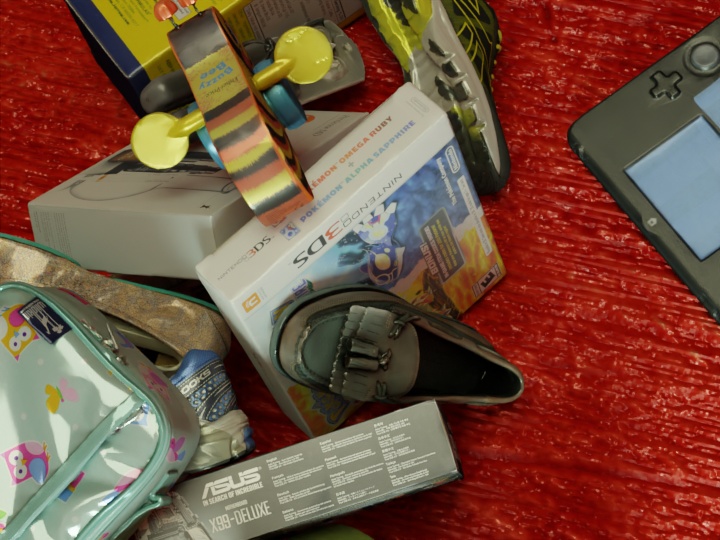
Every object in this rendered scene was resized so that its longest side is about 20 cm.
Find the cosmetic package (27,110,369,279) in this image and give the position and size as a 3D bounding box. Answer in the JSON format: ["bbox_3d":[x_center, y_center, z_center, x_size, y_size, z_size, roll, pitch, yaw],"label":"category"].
[{"bbox_3d":[-0.102,-0.056,1.407,0.150,0.052,0.200,6,26,30],"label":"cosmetic package"}]

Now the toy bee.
[{"bbox_3d":[-0.092,-0.116,1.298,0.131,0.109,0.200,-44,38,-9],"label":"toy bee"}]

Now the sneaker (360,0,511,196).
[{"bbox_3d":[0.073,-0.150,1.487,0.084,0.074,0.200,-12,75,-37],"label":"sneaker"}]

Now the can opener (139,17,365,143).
[{"bbox_3d":[-0.077,-0.127,1.466,0.200,0.067,0.053,-25,84,-42],"label":"can opener"}]

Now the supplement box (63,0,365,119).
[{"bbox_3d":[-0.102,-0.204,1.528,0.200,0.109,0.110,-35,63,-7],"label":"supplement box"}]

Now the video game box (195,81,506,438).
[{"bbox_3d":[0.000,0.000,1.355,0.182,0.200,0.047,-40,57,-9],"label":"video game box"}]

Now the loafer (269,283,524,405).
[{"bbox_3d":[0.030,0.053,1.328,0.063,0.200,0.072,22,98,41],"label":"loafer"}]

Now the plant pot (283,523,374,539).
[{"bbox_3d":[-0.061,0.246,1.252,0.190,0.200,0.200,-29,58,-37],"label":"plant pot"}]

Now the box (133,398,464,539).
[{"bbox_3d":[-0.036,0.138,1.319,0.200,0.158,0.050,-19,82,3],"label":"box"}]

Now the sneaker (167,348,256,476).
[{"bbox_3d":[-0.164,0.095,1.296,0.200,0.077,0.085,-13,86,14],"label":"sneaker"}]

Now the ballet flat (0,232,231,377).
[{"bbox_3d":[-0.182,0.030,1.334,0.200,0.068,0.067,16,60,0],"label":"ballet flat"}]

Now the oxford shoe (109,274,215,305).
[{"bbox_3d":[-0.087,-0.017,1.457,0.200,0.071,0.074,-27,59,-3],"label":"oxford shoe"}]

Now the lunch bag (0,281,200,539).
[{"bbox_3d":[-0.198,0.114,1.226,0.160,0.077,0.200,43,96,18],"label":"lunch bag"}]

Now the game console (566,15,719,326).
[{"bbox_3d":[0.266,-0.076,1.438,0.177,0.031,0.200,-33,62,-6],"label":"game console"}]

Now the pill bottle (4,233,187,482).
[{"bbox_3d":[-0.206,0.075,1.407,0.200,0.113,0.113,40,77,21],"label":"pill bottle"}]
